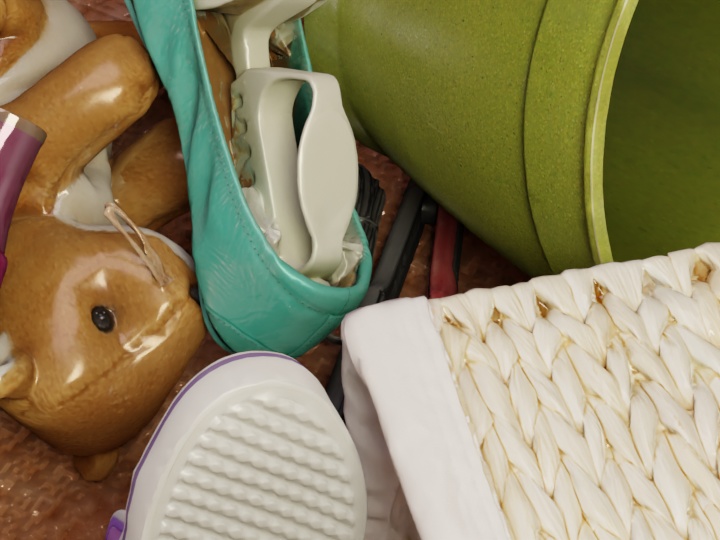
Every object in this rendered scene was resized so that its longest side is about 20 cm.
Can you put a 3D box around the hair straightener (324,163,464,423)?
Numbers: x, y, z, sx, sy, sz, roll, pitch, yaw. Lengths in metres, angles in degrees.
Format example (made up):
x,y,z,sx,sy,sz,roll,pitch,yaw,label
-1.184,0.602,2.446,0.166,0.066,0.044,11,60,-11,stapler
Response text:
x,y,z,sx,sy,sz,roll,pitch,yaw,label
0.000,0.000,0.995,0.077,0.041,0.200,3,53,8,hair straightener

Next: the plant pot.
x,y,z,sx,sy,sz,roll,pitch,yaw,label
0.087,-0.080,0.925,0.200,0.201,0.193,-40,38,-22,plant pot

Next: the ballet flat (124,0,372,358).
x,y,z,sx,sy,sz,roll,pitch,yaw,label
-0.034,-0.070,0.929,0.070,0.067,0.200,-21,79,40,ballet flat

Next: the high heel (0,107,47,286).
x,y,z,sx,sy,sz,roll,pitch,yaw,label
-0.207,-0.035,0.898,0.200,0.067,0.096,20,82,19,high heel

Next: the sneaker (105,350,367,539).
x,y,z,sx,sy,sz,roll,pitch,yaw,label
-0.053,0.081,0.840,0.073,0.201,0.114,-7,43,-18,sneaker

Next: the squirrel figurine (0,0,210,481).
x,y,z,sx,sy,sz,roll,pitch,yaw,label
-0.143,-0.007,0.979,0.200,0.142,0.187,-23,63,5,squirrel figurine

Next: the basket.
x,y,z,sx,sy,sz,roll,pitch,yaw,label
0.092,0.122,0.799,0.161,0.198,0.200,-14,52,-10,basket
